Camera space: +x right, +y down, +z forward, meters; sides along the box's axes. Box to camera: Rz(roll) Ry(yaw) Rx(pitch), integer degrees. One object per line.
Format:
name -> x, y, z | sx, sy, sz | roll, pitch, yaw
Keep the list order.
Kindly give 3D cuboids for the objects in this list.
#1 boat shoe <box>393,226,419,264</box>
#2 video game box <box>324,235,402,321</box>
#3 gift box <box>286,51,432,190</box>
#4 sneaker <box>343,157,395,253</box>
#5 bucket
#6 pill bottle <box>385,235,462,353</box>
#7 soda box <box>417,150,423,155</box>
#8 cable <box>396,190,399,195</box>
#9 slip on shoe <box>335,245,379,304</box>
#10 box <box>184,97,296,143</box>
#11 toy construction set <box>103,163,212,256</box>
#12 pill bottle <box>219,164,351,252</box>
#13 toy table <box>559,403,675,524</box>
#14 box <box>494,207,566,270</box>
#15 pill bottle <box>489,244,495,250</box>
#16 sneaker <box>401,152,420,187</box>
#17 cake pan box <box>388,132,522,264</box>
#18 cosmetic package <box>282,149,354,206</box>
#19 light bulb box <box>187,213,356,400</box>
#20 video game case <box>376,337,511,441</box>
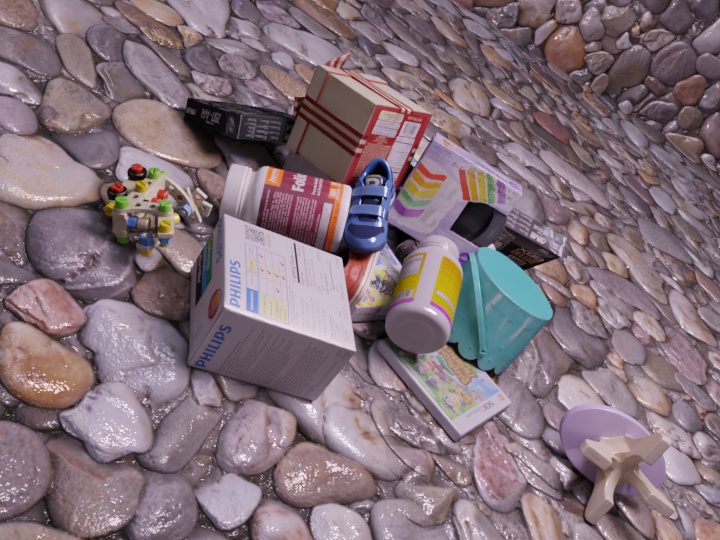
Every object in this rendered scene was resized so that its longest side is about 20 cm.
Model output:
boat shoe -> 0.094, -0.027, 1.606 | 0.065, 0.072, 0.200 | 21, 30, -16
video game box -> 0.000, 0.000, 1.495 | 0.182, 0.047, 0.200 | -3, 49, -44
gift box -> 0.000, -0.270, 1.541 | 0.187, 0.200, 0.184 | 39, 21, 34
sneaker -> 0.015, -0.107, 1.408 | 0.074, 0.082, 0.200 | 6, 43, 5
bucket -> 0.232, 0.065, 1.533 | 0.207, 0.135, 0.207 | 34, 24, -17
pill bottle -> 0.111, 0.033, 1.414 | 0.104, 0.104, 0.200 | 31, 44, -10
soda box -> 0.103, -0.226, 1.880 | 0.200, 0.064, 0.068 | 14, 38, -33
cable -> 0.019, -0.211, 1.661 | 0.200, 0.163, 0.051 | 41, 16, 35
slip on shoe -> -0.008, -0.025, 1.414 | 0.061, 0.074, 0.200 | 27, 38, -9
box -> -0.198, -0.275, 1.590 | 0.160, 0.044, 0.200 | 24, 18, 38
toy construction set -> -0.299, -0.096, 1.270 | 0.131, 0.092, 0.200 | 14, 22, 8
pill bottle -> -0.123, -0.106, 1.404 | 0.200, 0.114, 0.114 | 13, 35, -5
toy table -> 0.421, 0.317, 1.402 | 0.200, 0.184, 0.117 | 26, 15, -3
box -> 0.303, -0.074, 1.796 | 0.200, 0.158, 0.050 | 28, 69, -17
pill bottle -> 0.175, -0.082, 1.724 | 0.104, 0.104, 0.200 | -3, 49, -48
sneaker -> 0.135, -0.158, 1.669 | 0.200, 0.070, 0.093 | 53, 39, 8
cake pan box -> 0.171, -0.122, 1.574 | 0.200, 0.184, 0.052 | 32, 26, -6
cosmetic package -> -0.051, -0.154, 1.577 | 0.101, 0.071, 0.200 | 2, 32, -42
light bulb box -> -0.129, 0.053, 1.215 | 0.200, 0.125, 0.198 | 20, 36, -25
video game case -> 0.142, 0.175, 1.430 | 0.200, 0.022, 0.182 | 49, 33, 18
